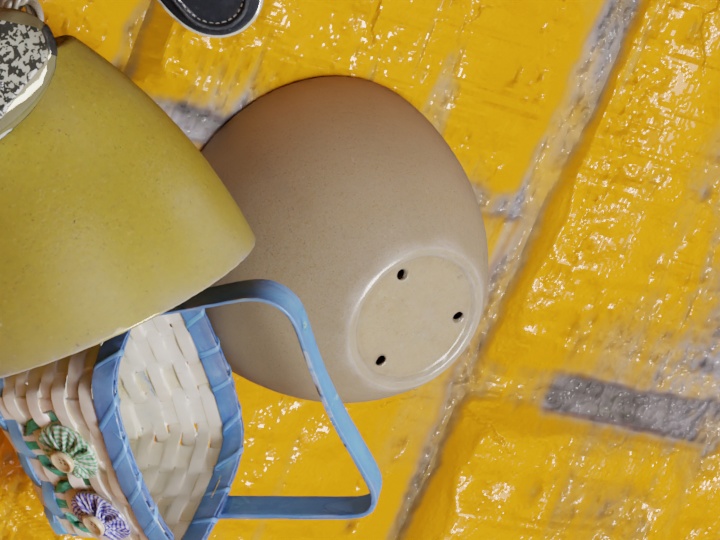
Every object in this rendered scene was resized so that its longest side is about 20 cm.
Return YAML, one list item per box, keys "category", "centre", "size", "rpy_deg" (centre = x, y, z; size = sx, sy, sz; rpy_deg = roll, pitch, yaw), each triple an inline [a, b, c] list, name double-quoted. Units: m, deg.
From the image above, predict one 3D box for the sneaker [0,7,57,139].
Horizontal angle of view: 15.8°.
- category: "sneaker"
  centre: [-0.242, -0.082, 1.280]
  size: [0.200, 0.089, 0.077]
  rpy_deg: [-20, 91, -13]

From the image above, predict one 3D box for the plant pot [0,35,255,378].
- category: "plant pot"
  centre: [-0.176, -0.043, 1.404]
  size: [0.200, 0.200, 0.142]
  rpy_deg: [-27, 104, -19]

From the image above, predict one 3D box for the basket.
- category: "basket"
  centre: [-0.102, 0.083, 1.494]
  size: [0.200, 0.139, 0.176]
  rpy_deg: [-9, 127, 20]

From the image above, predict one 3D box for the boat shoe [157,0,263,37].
- category: "boat shoe"
  centre: [-0.099, -0.200, 1.340]
  size: [0.075, 0.062, 0.200]
  rpy_deg: [-13, 126, 5]

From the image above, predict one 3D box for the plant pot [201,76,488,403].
- category: "plant pot"
  centre: [0.000, 0.000, 1.559]
  size: [0.200, 0.134, 0.201]
  rpy_deg: [-15, 121, -26]

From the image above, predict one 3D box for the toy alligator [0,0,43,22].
- category: "toy alligator"
  centre: [-0.165, -0.216, 1.364]
  size: [0.054, 0.059, 0.200]
  rpy_deg: [8, 85, -75]
